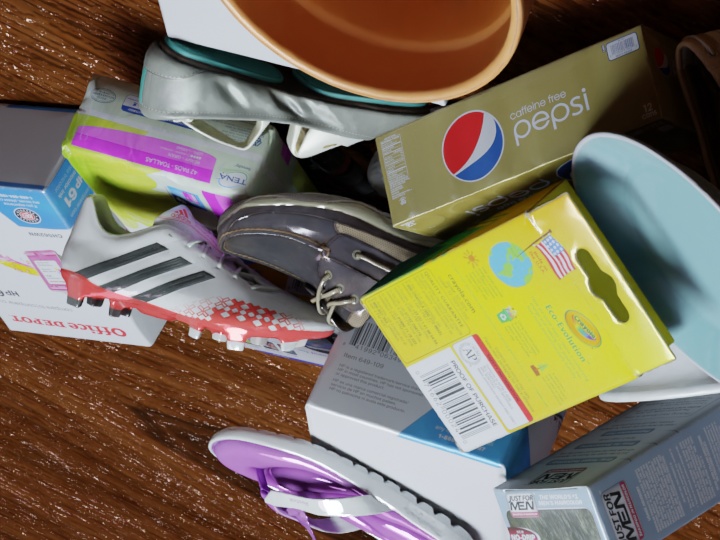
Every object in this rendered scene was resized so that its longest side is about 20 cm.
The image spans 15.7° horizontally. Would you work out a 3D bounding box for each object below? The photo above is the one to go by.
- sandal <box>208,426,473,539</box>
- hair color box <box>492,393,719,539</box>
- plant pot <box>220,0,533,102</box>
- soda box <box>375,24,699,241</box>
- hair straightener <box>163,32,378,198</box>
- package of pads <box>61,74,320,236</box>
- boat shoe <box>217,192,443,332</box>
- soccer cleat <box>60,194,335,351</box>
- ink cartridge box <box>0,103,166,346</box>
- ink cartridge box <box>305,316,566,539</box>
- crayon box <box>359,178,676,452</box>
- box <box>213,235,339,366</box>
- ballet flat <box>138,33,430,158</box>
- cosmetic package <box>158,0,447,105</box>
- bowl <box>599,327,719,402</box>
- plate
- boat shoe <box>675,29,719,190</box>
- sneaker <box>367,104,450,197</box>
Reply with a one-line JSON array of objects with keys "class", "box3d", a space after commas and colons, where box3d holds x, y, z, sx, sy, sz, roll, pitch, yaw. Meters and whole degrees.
[{"class": "sandal", "box3d": [-0.016, 0.166, 1.801, 0.202, 0.050, 0.083, 24, 152, 2]}, {"class": "hair color box", "box3d": [0.197, 0.130, 1.736, 0.099, 0.200, 0.061, -9, 104, 54]}, {"class": "plant pot", "box3d": [0.022, -0.213, 1.471, 0.200, 0.140, 0.200, 18, 143, 14]}, {"class": "soda box", "box3d": [0.111, -0.083, 1.621, 0.200, 0.064, 0.068, -21, 161, 30]}, {"class": "hair straightener", "box3d": [-0.060, -0.110, 1.827, 0.200, 0.041, 0.077, 34, 169, -25]}, {"class": "package of pads", "box3d": [-0.115, -0.062, 1.855, 0.154, 0.068, 0.200, 16, 165, 18]}, {"class": "boat shoe", "box3d": [0.000, 0.000, 1.738, 0.199, 0.073, 0.075, 11, 158, -1]}, {"class": "soccer cleat", "box3d": [-0.110, 0.001, 1.780, 0.200, 0.085, 0.069, 13, -174, 15]}, {"class": "ink cartridge box", "box3d": [-0.242, -0.034, 2.024, 0.144, 0.085, 0.200, 6, 146, 30]}, {"class": "ink cartridge box", "box3d": [0.070, 0.067, 1.832, 0.146, 0.200, 0.146, 17, 151, 15]}, {"class": "crayon box", "box3d": [0.107, 0.026, 1.632, 0.200, 0.051, 0.127, -27, 100, 46]}, {"class": "box", "box3d": [-0.044, 0.030, 1.900, 0.119, 0.042, 0.200, 13, 167, 15]}, {"class": "ballet flat", "box3d": [-0.053, -0.108, 1.726, 0.200, 0.064, 0.067, 11, -160, -21]}, {"class": "cosmetic package", "box3d": [-0.029, -0.186, 1.628, 0.200, 0.081, 0.113, 17, 149, 16]}, {"class": "bowl", "box3d": [0.248, 0.025, 1.701, 0.201, 0.201, 0.091, -8, 92, 44]}, {"class": "plate", "box3d": [0.201, -0.006, 1.540, 0.200, 0.026, 0.200, 47, 164, 18]}, {"class": "boat shoe", "box3d": [0.235, -0.047, 1.548, 0.063, 0.200, 0.073, -11, 170, -35]}, {"class": "sneaker", "box3d": [0.104, -0.052, 1.742, 0.200, 0.075, 0.115, -6, 135, 38]}]
